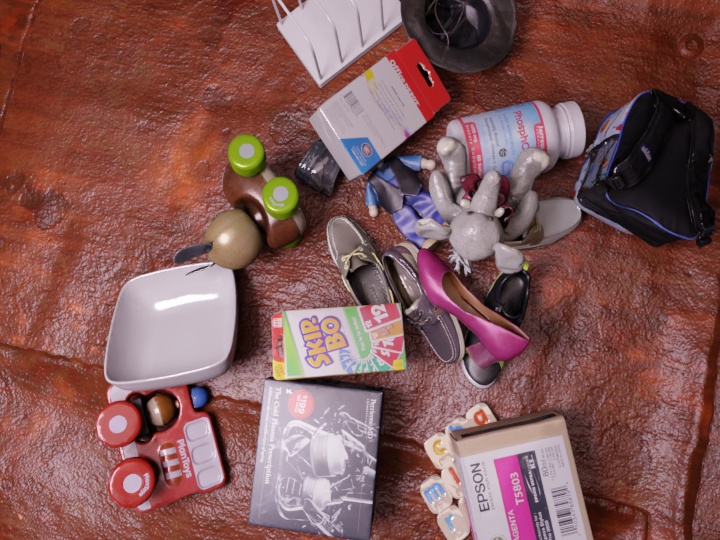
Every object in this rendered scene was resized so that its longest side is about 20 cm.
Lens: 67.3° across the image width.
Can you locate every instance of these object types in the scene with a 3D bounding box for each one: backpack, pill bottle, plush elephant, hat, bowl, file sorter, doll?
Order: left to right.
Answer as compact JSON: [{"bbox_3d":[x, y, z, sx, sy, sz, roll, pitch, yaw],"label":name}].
[{"bbox_3d":[-0.277,0.092,0.835,0.193,0.076,0.204,-11,51,1],"label":"bowl"},{"bbox_3d":[-0.036,-0.442,0.890,0.198,0.125,0.140,-37,80,0],"label":"file sorter"},{"bbox_3d":[0.071,-0.128,0.877,0.136,0.048,0.201,-41,75,7],"label":"doll"},{"bbox_3d":[0.152,-0.401,0.886,0.193,0.081,0.208,1,84,-9],"label":"hat"},{"bbox_3d":[0.161,-0.078,0.729,0.160,0.155,0.206,16,104,6],"label":"plush elephant"},{"bbox_3d":[0.239,-0.199,0.842,0.193,0.109,0.112,-13,81,3],"label":"pill bottle"},{"bbox_3d":[0.421,-0.152,0.796,0.196,0.154,0.195,25,85,-13],"label":"backpack"}]

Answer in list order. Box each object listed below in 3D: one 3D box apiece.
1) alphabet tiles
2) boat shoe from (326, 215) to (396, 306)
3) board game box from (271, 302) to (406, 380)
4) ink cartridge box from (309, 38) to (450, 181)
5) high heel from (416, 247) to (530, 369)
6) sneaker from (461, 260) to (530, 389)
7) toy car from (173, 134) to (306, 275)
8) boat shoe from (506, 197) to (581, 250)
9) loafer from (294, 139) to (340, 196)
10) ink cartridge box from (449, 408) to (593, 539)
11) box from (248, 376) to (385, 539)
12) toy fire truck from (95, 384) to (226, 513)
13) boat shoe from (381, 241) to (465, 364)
[{"bbox_3d":[0.192,0.317,0.825,0.197,0.015,0.199,-34,84,0],"label":"alphabet tiles"},{"bbox_3d":[0.003,-0.002,0.860,0.071,0.060,0.206,-27,81,1],"label":"boat shoe"},{"bbox_3d":[-0.032,0.103,0.789,0.193,0.030,0.099,-4,76,-4],"label":"board game box"},{"bbox_3d":[0.032,-0.249,0.837,0.199,0.067,0.117,-40,102,-16],"label":"ink cartridge box"},{"bbox_3d":[0.160,0.038,0.777,0.203,0.067,0.096,56,134,5],"label":"high heel"},{"bbox_3d":[0.206,0.079,0.821,0.070,0.083,0.206,20,84,7],"label":"sneaker"},{"bbox_3d":[-0.194,-0.068,0.815,0.199,0.165,0.159,-39,81,-13],"label":"toy car"},{"bbox_3d":[0.255,-0.069,0.843,0.194,0.068,0.077,-18,81,2],"label":"boat shoe"},{"bbox_3d":[-0.026,-0.217,0.893,0.071,0.073,0.202,35,91,-6],"label":"loafer"},{"bbox_3d":[0.231,0.322,0.778,0.159,0.075,0.207,-13,84,0],"label":"ink cartridge box"},{"bbox_3d":[-0.059,0.270,0.807,0.176,0.104,0.207,5,83,5],"label":"box"},{"bbox_3d":[-0.309,0.259,0.840,0.163,0.112,0.206,-14,81,-23],"label":"toy fire truck"},{"bbox_3d":[0.090,0.054,0.829,0.064,0.071,0.205,-18,80,-42],"label":"boat shoe"}]
